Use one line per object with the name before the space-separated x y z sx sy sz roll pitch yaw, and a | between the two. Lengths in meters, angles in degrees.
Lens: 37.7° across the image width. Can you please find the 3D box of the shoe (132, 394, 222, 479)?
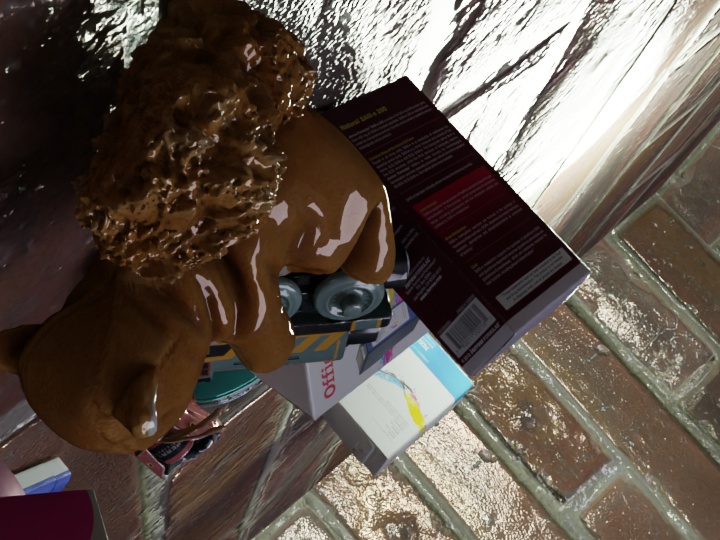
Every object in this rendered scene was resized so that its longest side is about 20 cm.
shoe | -0.164 0.103 0.789 0.071 0.091 0.200 -43 168 2

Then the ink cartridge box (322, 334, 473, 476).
ink cartridge box | 0.059 0.219 1.782 0.200 0.146 0.147 -38 168 -21

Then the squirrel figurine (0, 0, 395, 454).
squirrel figurine | -0.087 -0.016 0.482 0.187 0.141 0.201 -50 156 -33

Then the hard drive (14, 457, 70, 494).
hard drive | -0.330 0.220 0.822 0.132 0.025 0.200 -47 168 22

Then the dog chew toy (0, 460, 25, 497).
dog chew toy | -0.265 0.172 0.655 0.124 0.125 0.200 -38 175 -21

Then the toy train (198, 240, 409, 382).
toy train | -0.069 0.018 0.681 0.198 0.086 0.114 -5 144 -15

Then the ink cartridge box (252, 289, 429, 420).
ink cartridge box | 0.000 0.000 0.847 0.199 0.087 0.146 -33 137 -29

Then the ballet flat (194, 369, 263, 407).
ballet flat | -0.082 0.047 0.935 0.200 0.074 0.074 -37 168 -8

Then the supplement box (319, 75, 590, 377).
supplement box | 0.054 -0.036 0.740 0.109 0.200 0.061 -30 165 -43

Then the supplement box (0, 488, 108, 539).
supplement box | -0.193 0.215 0.530 0.101 0.104 0.201 3 131 -34
